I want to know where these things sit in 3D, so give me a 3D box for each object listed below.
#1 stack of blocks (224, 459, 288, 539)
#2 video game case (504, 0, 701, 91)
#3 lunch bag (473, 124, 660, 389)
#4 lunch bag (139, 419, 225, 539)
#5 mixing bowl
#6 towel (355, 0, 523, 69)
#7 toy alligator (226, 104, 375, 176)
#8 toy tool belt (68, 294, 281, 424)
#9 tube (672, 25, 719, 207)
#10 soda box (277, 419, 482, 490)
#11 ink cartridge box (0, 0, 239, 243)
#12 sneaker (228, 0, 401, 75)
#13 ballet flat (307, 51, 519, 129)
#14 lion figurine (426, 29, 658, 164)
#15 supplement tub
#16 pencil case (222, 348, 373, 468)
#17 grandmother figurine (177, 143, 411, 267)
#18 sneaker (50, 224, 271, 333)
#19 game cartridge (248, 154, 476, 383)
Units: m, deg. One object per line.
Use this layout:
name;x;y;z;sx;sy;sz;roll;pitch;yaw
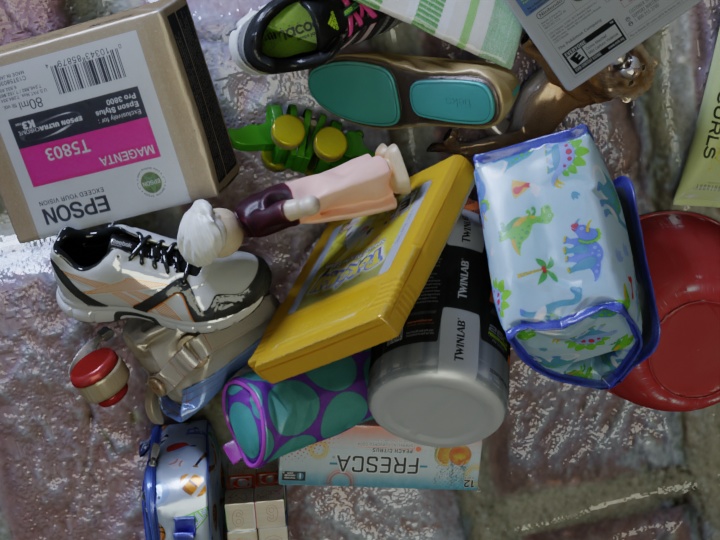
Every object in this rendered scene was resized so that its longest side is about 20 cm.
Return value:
stack of blocks;-0.096;0.302;1.248;0.058;0.115;0.203;-4;108;-3
video game case;0.203;-0.271;1.029;0.199;0.022;0.183;-33;116;16
lunch bag;0.184;-0.002;1.097;0.126;0.200;0.172;-13;66;15
lunch bag;-0.166;0.247;1.200;0.074;0.161;0.203;-5;110;-3
mixing bowl;0.302;0.056;1.201;0.197;0.109;0.203;-1;110;-4
towel;0.056;-0.273;1.078;0.198;0.023;0.154;21;71;-12
toy alligator;-0.023;-0.111;1.150;0.197;0.059;0.055;15;66;-9
toy tool belt;-0.152;0.083;1.156;0.199;0.124;0.124;-39;117;-21
tube;0.343;-0.152;1.167;0.058;0.052;0.203;21;117;31
soda box;0.018;0.167;1.239;0.197;0.064;0.069;3;109;-5
ink cartridge box;-0.224;-0.128;1.095;0.197;0.075;0.167;-13;108;14
sneaker;-0.020;-0.220;1.092;0.198;0.088;0.074;-24;108;1
ballet flat;0.048;-0.158;1.117;0.198;0.063;0.070;13;123;29
lion figurine;0.163;-0.149;1.150;0.122;0.073;0.200;33;117;-22
supplement tub;0.073;0.041;1.118;0.121;0.202;0.123;4;143;3
pencil case;-0.027;0.113;1.161;0.198;0.086;0.093;-15;152;-33
grandmother figurine;-0.058;-0.053;1.063;0.198;0.121;0.061;-20;92;-11
sneaker;-0.174;0.003;1.087;0.197;0.074;0.081;-1;137;8
game cartridge;0.000;0.000;1.077;0.175;0.201;0.032;-24;116;43
